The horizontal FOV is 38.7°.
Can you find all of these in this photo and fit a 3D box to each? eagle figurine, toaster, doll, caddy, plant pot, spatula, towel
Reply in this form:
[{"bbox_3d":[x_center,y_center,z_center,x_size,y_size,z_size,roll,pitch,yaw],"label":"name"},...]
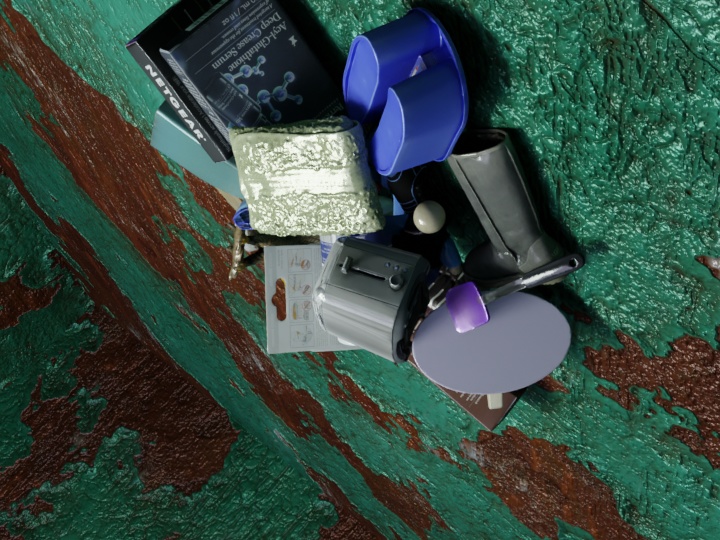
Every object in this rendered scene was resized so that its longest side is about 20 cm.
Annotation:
[{"bbox_3d":[-0.108,-0.027,1.618,0.152,0.197,0.153,149,118,-67],"label":"eagle figurine"},{"bbox_3d":[0.016,0.038,1.308,0.128,0.115,0.200,20,161,11],"label":"toaster"},{"bbox_3d":[0.069,-0.031,1.318,0.135,0.049,0.200,29,156,4],"label":"doll"},{"bbox_3d":[0.057,-0.195,1.126,0.143,0.104,0.200,65,164,14],"label":"caddy"},{"bbox_3d":[-0.193,-0.201,1.546,0.199,0.142,0.141,39,160,-3],"label":"plant pot"},{"bbox_3d":[0.180,0.020,1.215,0.198,0.020,0.057,-26,87,34],"label":"spatula"},{"bbox_3d":[-0.067,-0.107,1.220,0.198,0.036,0.150,1,119,34],"label":"towel"}]

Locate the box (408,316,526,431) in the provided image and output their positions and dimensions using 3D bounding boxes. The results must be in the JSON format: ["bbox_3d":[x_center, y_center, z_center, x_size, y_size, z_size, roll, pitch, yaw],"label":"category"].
[{"bbox_3d":[0.154,0.151,1.583,0.200,0.075,0.100,41,-167,12],"label":"box"}]

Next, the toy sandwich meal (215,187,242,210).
[{"bbox_3d":[-0.218,-0.138,1.804,0.204,0.070,0.206,38,159,18],"label":"toy sandwich meal"}]

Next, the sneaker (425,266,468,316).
[{"bbox_3d":[0.126,0.040,1.501,0.200,0.076,0.116,35,166,52],"label":"sneaker"}]

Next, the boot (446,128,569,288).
[{"bbox_3d":[0.150,-0.072,1.224,0.180,0.073,0.200,-6,134,48],"label":"boot"}]

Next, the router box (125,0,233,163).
[{"bbox_3d":[-0.200,-0.273,1.402,0.201,0.149,0.051,53,157,-21],"label":"router box"}]

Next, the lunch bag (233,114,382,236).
[{"bbox_3d":[-0.074,-0.122,1.347,0.198,0.152,0.095,-3,134,33],"label":"lunch bag"}]

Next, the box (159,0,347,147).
[{"bbox_3d":[-0.133,-0.243,1.302,0.201,0.148,0.107,52,174,-22],"label":"box"}]

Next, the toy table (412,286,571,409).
[{"bbox_3d":[0.166,0.090,1.334,0.197,0.187,0.117,4,178,3],"label":"toy table"}]

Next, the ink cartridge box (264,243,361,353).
[{"bbox_3d":[-0.049,0.037,1.548,0.057,0.197,0.165,-168,76,-77],"label":"ink cartridge box"}]

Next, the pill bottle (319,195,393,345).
[{"bbox_3d":[0.000,0.000,1.474,0.110,0.110,0.203,15,114,53],"label":"pill bottle"}]

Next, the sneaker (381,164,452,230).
[{"bbox_3d":[0.080,-0.097,1.324,0.077,0.070,0.201,29,160,23],"label":"sneaker"}]
